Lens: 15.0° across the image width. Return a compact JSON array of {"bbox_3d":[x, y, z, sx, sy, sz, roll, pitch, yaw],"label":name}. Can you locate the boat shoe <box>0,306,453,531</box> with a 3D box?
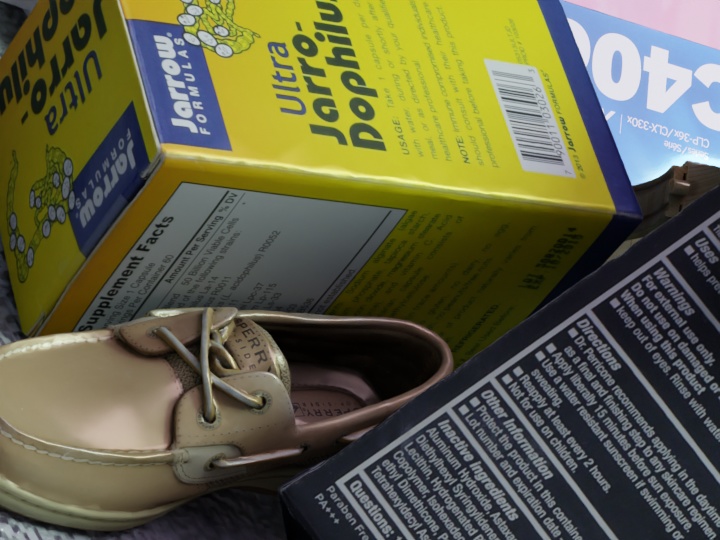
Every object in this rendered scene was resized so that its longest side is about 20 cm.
[{"bbox_3d":[-0.053,0.038,0.910,0.200,0.065,0.071,-2,54,-46],"label":"boat shoe"}]

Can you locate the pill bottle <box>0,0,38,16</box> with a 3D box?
[{"bbox_3d":[-0.071,-0.131,1.102,0.200,0.111,0.111,9,44,-54],"label":"pill bottle"}]

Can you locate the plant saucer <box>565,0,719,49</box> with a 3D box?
[{"bbox_3d":[0.123,-0.120,1.216,0.200,0.051,0.201,7,74,-24],"label":"plant saucer"}]

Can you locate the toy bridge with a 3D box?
[{"bbox_3d":[0.101,-0.007,1.074,0.067,0.200,0.027,11,75,-5],"label":"toy bridge"}]

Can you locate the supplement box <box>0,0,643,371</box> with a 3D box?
[{"bbox_3d":[-0.020,-0.039,0.977,0.200,0.109,0.110,7,51,-33],"label":"supplement box"}]

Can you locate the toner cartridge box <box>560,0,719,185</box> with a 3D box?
[{"bbox_3d":[0.123,-0.048,1.143,0.200,0.043,0.095,15,70,-22],"label":"toner cartridge box"}]

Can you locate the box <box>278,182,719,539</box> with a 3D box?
[{"bbox_3d":[0.110,0.105,0.903,0.200,0.198,0.123,54,-9,13],"label":"box"}]
